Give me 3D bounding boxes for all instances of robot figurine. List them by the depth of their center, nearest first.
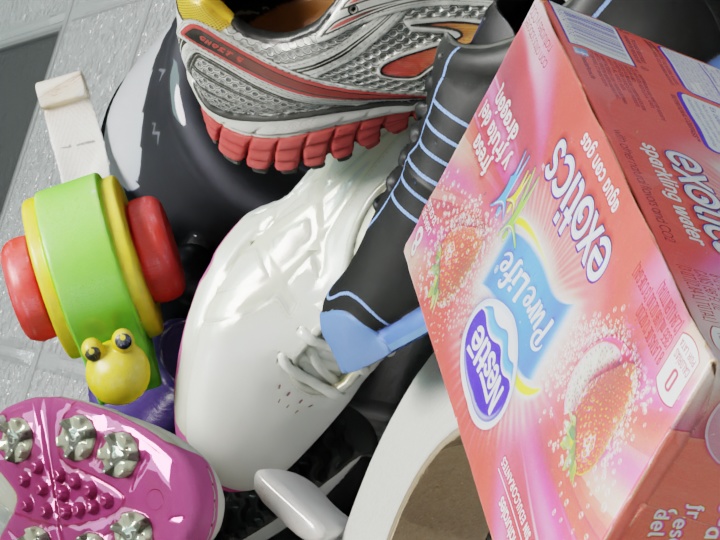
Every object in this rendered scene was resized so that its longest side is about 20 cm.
[{"bbox_3d":[-0.045,-0.057,1.089,0.126,0.149,0.200,65,153,6],"label":"robot figurine"}]

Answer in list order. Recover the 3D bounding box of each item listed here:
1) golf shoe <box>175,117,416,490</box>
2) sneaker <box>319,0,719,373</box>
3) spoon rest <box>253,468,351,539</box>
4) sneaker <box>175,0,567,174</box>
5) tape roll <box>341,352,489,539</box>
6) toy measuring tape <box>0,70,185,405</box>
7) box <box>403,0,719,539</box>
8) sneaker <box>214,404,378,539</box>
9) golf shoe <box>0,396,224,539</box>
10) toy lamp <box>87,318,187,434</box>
[{"bbox_3d":[0.000,0.000,0.951,0.201,0.075,0.091,-60,33,4],"label":"golf shoe"},{"bbox_3d":[0.045,-0.041,0.845,0.200,0.078,0.070,-38,-5,36],"label":"sneaker"},{"bbox_3d":[-0.048,0.167,0.987,0.099,0.060,0.201,41,117,31],"label":"spoon rest"},{"bbox_3d":[0.028,-0.093,0.882,0.198,0.082,0.078,-13,44,13],"label":"sneaker"},{"bbox_3d":[0.040,0.107,0.842,0.203,0.037,0.204,-53,27,41],"label":"tape roll"},{"bbox_3d":[-0.112,-0.029,1.016,0.074,0.073,0.201,-57,34,35],"label":"toy measuring tape"},{"bbox_3d":[0.089,0.022,0.691,0.095,0.102,0.200,-62,22,24],"label":"box"},{"bbox_3d":[-0.060,0.131,1.052,0.200,0.090,0.070,-37,37,14],"label":"sneaker"},{"bbox_3d":[-0.114,0.088,0.990,0.199,0.091,0.076,-6,84,42],"label":"golf shoe"},{"bbox_3d":[-0.115,0.075,1.108,0.200,0.058,0.059,-39,36,50],"label":"toy lamp"}]
